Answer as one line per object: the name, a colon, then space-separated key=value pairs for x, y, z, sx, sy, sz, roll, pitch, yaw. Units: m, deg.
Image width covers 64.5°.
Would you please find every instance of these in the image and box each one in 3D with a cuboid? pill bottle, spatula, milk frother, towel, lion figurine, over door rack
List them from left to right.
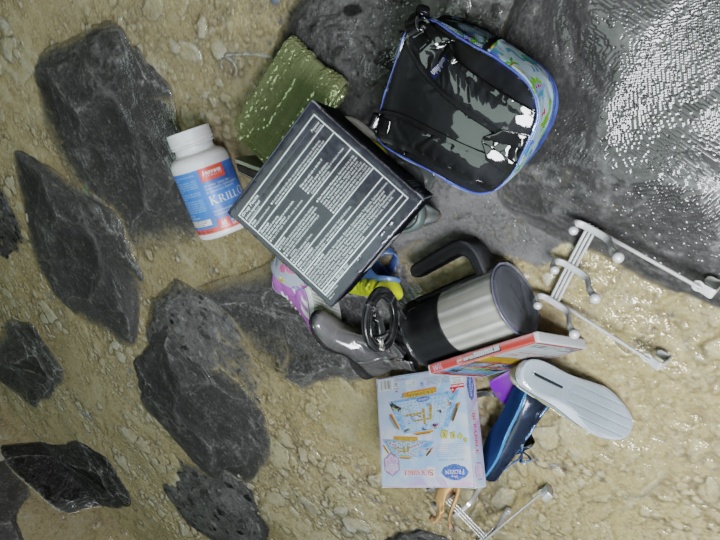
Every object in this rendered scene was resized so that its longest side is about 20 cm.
pill bottle: x=-0.289 y=-0.168 z=1.082 sx=0.112 sy=0.112 sz=0.200 roll=-5 pitch=113 yaw=37
towel: x=-0.116 y=-0.260 z=0.929 sx=0.148 sy=0.036 sz=0.200 roll=44 pitch=116 yaw=14
lion figurine: x=0.139 y=0.368 z=1.065 sx=0.200 sy=0.072 sz=0.123 roll=43 pitch=103 yaw=38
milk frother: x=0.129 y=0.065 z=0.863 sx=0.188 sy=0.200 sz=0.181 roll=-28 pitch=97 yaw=41
spatula: x=0.212 y=0.223 z=1.013 sx=0.200 sy=0.021 sz=0.057 roll=-30 pitch=100 yaw=43
over door rack: x=0.243 y=0.405 z=1.074 sx=0.148 sy=0.067 sz=0.200 roll=44 pitch=118 yaw=7
over door rack: x=0.349 y=0.038 z=0.772 sx=0.200 sy=0.067 sz=0.148 roll=29 pitch=129 yaw=19

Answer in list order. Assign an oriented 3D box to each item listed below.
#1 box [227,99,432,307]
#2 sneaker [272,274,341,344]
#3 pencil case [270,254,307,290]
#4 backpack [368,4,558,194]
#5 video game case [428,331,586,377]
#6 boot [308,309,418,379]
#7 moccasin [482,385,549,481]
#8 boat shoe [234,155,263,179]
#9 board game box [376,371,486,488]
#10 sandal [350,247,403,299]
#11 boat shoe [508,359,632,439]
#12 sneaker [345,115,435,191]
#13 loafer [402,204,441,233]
box: x=-0.038 y=-0.095 z=0.808 sx=0.198 sy=0.123 sz=0.200 roll=42 pitch=106 yaw=3
sneaker: x=-0.110 y=0.057 z=1.119 sx=0.114 sy=0.073 sz=0.201 roll=-12 pitch=97 yaw=42
pencil case: x=-0.080 y=-0.056 z=0.963 sx=0.091 sy=0.083 sz=0.200 roll=56 pitch=130 yaw=23
backpack: x=0.143 y=-0.210 z=0.731 sx=0.200 sy=0.147 sz=0.183 roll=37 pitch=130 yaw=17
video game case: x=0.225 y=0.134 z=0.885 sx=0.200 sy=0.143 sz=0.017 roll=-27 pitch=62 yaw=41
boot: x=0.011 y=0.124 z=1.050 sx=0.131 sy=0.070 sz=0.200 roll=-21 pitch=130 yaw=39
moccasin: x=0.263 y=0.279 z=0.953 sx=0.068 sy=0.081 sz=0.200 roll=18 pitch=116 yaw=-7
boat shoe: x=-0.138 y=-0.158 z=1.009 sx=0.201 sy=0.072 sz=0.061 roll=18 pitch=120 yaw=23
board game box: x=0.120 y=0.284 z=1.025 sx=0.200 sy=0.041 sz=0.200 roll=-17 pitch=68 yaw=39
sandal: x=0.000 y=0.000 z=1.013 sx=0.200 sy=0.079 sz=0.087 roll=6 pitch=82 yaw=41
boat shoe: x=0.326 y=0.195 z=0.888 sx=0.200 sy=0.072 sz=0.062 roll=32 pitch=170 yaw=-2
sneaker: x=0.019 y=-0.167 z=0.885 sx=0.200 sy=0.085 sz=0.075 roll=30 pitch=130 yaw=18
loafer: x=0.044 y=-0.082 z=0.930 sx=0.200 sy=0.063 sz=0.072 roll=5 pitch=92 yaw=50
